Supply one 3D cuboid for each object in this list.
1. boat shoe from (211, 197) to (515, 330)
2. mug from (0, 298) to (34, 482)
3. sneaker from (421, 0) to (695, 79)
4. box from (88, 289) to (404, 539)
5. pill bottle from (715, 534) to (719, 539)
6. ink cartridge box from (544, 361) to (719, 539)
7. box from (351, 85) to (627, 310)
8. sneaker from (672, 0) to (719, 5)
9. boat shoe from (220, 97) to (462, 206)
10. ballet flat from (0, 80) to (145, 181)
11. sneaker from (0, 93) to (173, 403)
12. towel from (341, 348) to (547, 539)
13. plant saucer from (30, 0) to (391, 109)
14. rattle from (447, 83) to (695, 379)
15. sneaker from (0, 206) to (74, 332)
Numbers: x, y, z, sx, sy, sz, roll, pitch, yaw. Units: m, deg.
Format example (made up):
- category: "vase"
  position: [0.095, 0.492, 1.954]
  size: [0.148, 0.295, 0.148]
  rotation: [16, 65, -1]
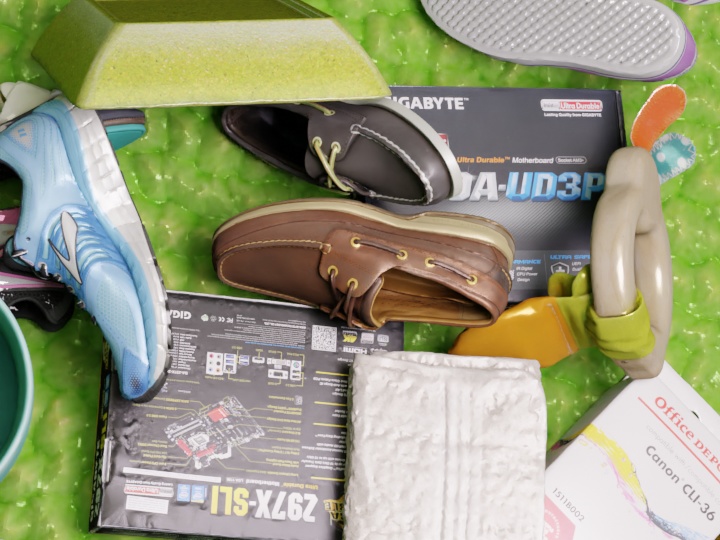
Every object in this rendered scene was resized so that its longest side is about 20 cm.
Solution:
- category: "boat shoe"
  position: [0.000, 0.000, 1.247]
  size: [0.200, 0.072, 0.068]
  rotation: [4, 51, 2]
- category: "mug"
  position: [-0.271, 0.059, 1.129]
  size: [0.152, 0.114, 0.185]
  rotation: [-5, 79, -11]
- category: "sneaker"
  position: [0.146, -0.176, 1.391]
  size: [0.200, 0.114, 0.073]
  rotation: [22, 98, 19]
- category: "box"
  position: [-0.072, 0.100, 1.261]
  size: [0.200, 0.049, 0.160]
  rotation: [6, 75, -15]
- category: "pill bottle"
  position: [0.316, 0.185, 1.269]
  size: [0.111, 0.200, 0.111]
  rotation: [5, 73, -15]
- category: "ink cartridge box"
  position: [0.187, 0.150, 1.312]
  size: [0.116, 0.067, 0.200]
  rotation: [46, 68, 1]
- category: "box"
  position: [0.093, -0.049, 1.353]
  size: [0.200, 0.046, 0.159]
  rotation: [0, 76, -16]
- category: "sneaker"
  position: [0.170, -0.235, 1.362]
  size: [0.114, 0.200, 0.073]
  rotation: [-9, 118, -36]
- category: "boat shoe"
  position: [-0.015, -0.081, 1.269]
  size: [0.061, 0.201, 0.072]
  rotation: [-32, 127, -26]
- category: "ballet flat"
  position: [-0.240, -0.085, 1.256]
  size: [0.200, 0.073, 0.073]
  rotation: [-25, 83, -19]
- category: "sneaker"
  position: [-0.176, -0.007, 1.202]
  size: [0.090, 0.078, 0.200]
  rotation: [-21, 81, -8]
- category: "towel"
  position: [0.053, 0.150, 1.233]
  size: [0.132, 0.034, 0.200]
  rotation: [5, 74, -2]
- category: "plant saucer"
  position: [-0.102, -0.149, 1.245]
  size: [0.200, 0.200, 0.048]
  rotation: [-3, 107, -17]
- category: "rattle"
  position: [0.151, -0.025, 1.317]
  size: [0.130, 0.143, 0.200]
  rotation: [25, 60, -45]
- category: "sneaker"
  position: [-0.270, 0.017, 1.211]
  size: [0.200, 0.080, 0.086]
  rotation: [-13, 80, -18]
